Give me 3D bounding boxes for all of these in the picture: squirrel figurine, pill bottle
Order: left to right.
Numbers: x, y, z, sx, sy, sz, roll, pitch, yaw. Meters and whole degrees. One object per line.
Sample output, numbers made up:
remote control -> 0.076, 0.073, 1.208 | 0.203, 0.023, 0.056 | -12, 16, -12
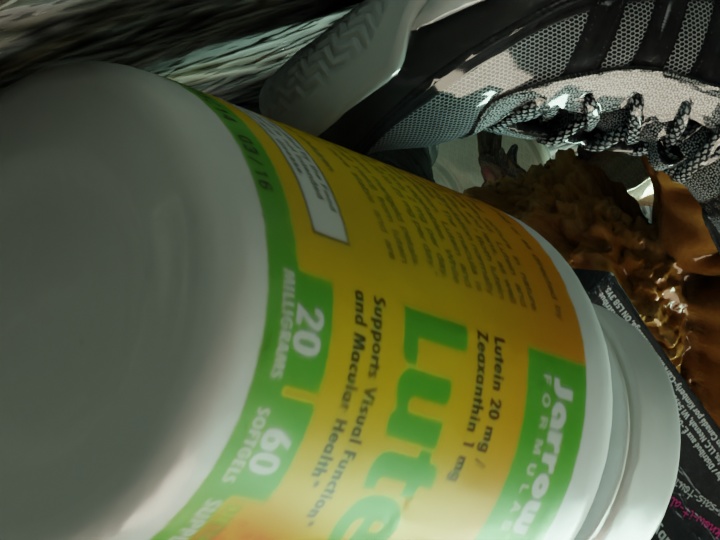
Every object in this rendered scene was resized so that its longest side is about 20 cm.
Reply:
pill bottle -> -0.009, 0.028, 0.646 | 0.111, 0.112, 0.199 | -25, 154, 32
squirrel figurine -> 0.124, -0.010, 0.974 | 0.199, 0.142, 0.187 | -26, 140, 13

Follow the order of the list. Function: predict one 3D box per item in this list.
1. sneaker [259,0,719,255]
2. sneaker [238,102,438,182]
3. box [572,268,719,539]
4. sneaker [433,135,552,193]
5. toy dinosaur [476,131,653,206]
sneaker -> 0.077, -0.041, 0.706 | 0.199, 0.114, 0.075 | -22, 177, -26
sneaker -> 0.002, -0.002, 0.839 | 0.060, 0.104, 0.200 | -50, 166, 19
box -> 0.039, 0.081, 0.915 | 0.115, 0.132, 0.200 | -40, -165, -14
sneaker -> -0.004, -0.013, 1.143 | 0.199, 0.075, 0.081 | -24, 169, -14
toy dinosaur -> 0.116, -0.059, 1.127 | 0.135, 0.086, 0.200 | -24, -177, 34
